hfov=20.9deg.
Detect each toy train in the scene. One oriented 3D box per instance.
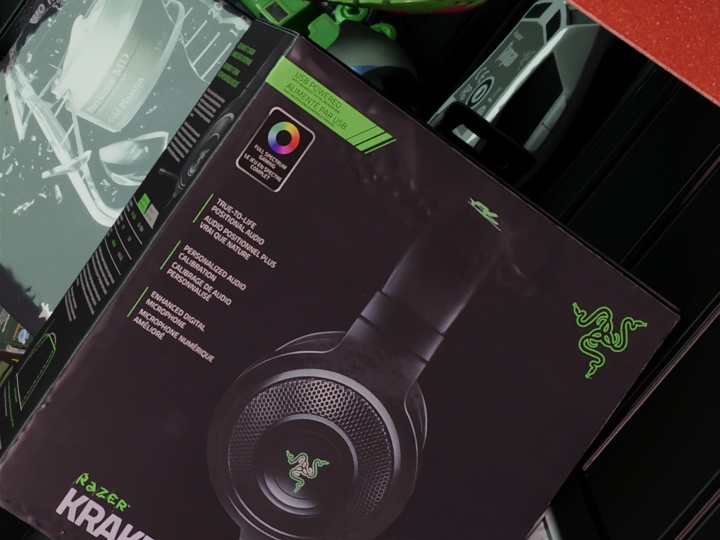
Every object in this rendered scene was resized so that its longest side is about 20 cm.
[{"bbox_3d":[-0.042,-0.169,1.215,0.056,0.042,0.200,-38,55,-7],"label":"toy train"}]

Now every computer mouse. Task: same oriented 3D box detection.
[{"bbox_3d":[0.091,-0.093,0.883,0.200,0.044,0.110,-48,19,11],"label":"computer mouse"}]

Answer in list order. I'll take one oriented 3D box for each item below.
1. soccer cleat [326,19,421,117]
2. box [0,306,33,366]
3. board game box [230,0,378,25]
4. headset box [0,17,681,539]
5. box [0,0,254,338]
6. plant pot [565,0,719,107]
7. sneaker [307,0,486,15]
[{"bbox_3d":[-0.045,-0.059,1.131,0.200,0.070,0.086,-44,42,13],"label":"soccer cleat"},{"bbox_3d":[-0.153,-0.026,1.279,0.193,0.047,0.201,4,69,45],"label":"box"},{"bbox_3d":[-0.083,-0.205,1.301,0.034,0.199,0.136,-36,25,57],"label":"board game box"},{"bbox_3d":[-0.010,0.031,0.699,0.200,0.174,0.093,-54,16,1],"label":"headset box"},{"bbox_3d":[-0.103,-0.047,1.043,0.196,0.124,0.200,38,95,38],"label":"box"},{"bbox_3d":[0.100,-0.187,0.688,0.177,0.199,0.200,-54,28,11],"label":"plant pot"},{"bbox_3d":[0.000,-0.187,1.077,0.077,0.199,0.084,-19,-62,-74],"label":"sneaker"}]
